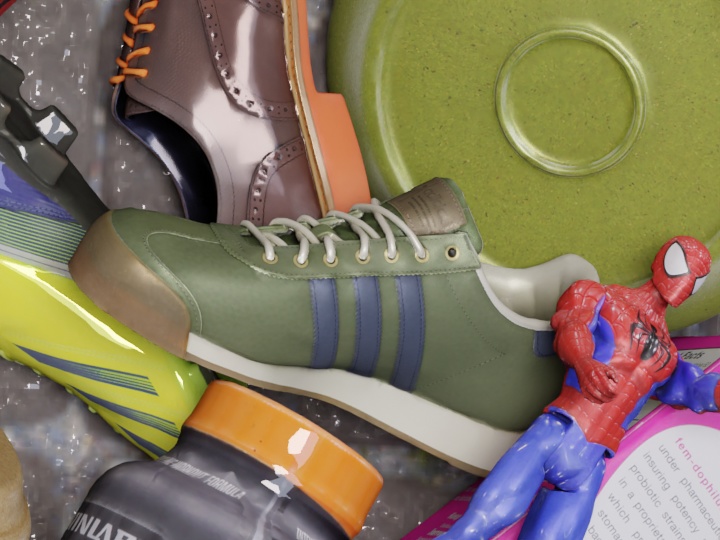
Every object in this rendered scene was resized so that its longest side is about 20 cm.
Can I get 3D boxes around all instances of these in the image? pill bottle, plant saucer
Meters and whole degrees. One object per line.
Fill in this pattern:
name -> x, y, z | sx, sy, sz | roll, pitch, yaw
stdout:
pill bottle -> -0.069, 0.138, 0.974 | 0.106, 0.106, 0.201 | 33, 78, -13
plant saucer -> 0.078, -0.065, 1.046 | 0.198, 0.031, 0.202 | 6, 110, 16

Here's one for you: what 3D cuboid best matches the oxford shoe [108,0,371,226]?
oxford shoe -> -0.059, -0.090, 1.039 | 0.072, 0.071, 0.201 | -20, 90, -22

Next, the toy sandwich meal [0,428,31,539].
toy sandwich meal -> -0.197, 0.051, 0.936 | 0.204, 0.205, 0.070 | 32, 98, -13

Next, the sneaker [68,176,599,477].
sneaker -> 0.000, 0.000, 1.006 | 0.199, 0.067, 0.090 | 24, 108, -33

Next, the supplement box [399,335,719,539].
supplement box -> 0.084, 0.120, 1.065 | 0.199, 0.103, 0.102 | -36, 97, -13

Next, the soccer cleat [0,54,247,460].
soccer cleat -> -0.108, 0.014, 1.043 | 0.083, 0.065, 0.200 | -35, 104, 15

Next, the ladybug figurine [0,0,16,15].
ladybug figurine -> -0.143, -0.120, 0.983 | 0.072, 0.136, 0.200 | 44, 69, -4

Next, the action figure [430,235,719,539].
action figure -> 0.078, 0.069, 0.966 | 0.065, 0.099, 0.201 | 39, 70, -20
